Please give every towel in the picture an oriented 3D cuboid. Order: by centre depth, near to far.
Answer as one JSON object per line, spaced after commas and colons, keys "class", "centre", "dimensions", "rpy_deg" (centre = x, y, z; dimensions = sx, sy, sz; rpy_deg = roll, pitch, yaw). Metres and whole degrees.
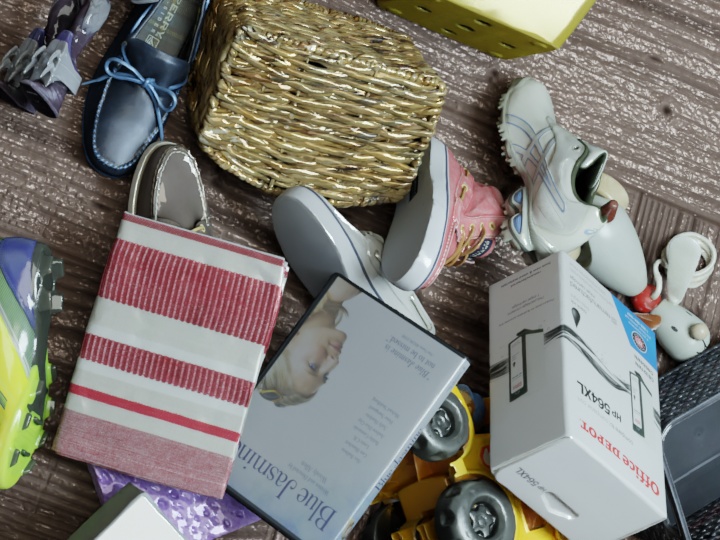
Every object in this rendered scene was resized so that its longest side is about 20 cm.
{"class": "towel", "centre": [-0.150, 0.068, 1.620], "dimensions": [0.144, 0.023, 0.201], "rpy_deg": [16, 88, 1]}

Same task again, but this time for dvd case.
{"class": "dvd case", "centre": [-0.024, 0.116, 1.632], "dimensions": [0.142, 0.018, 0.200], "rpy_deg": [33, 82, 26]}

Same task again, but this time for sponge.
{"class": "sponge", "centre": [-0.122, 0.162, 1.676], "dimensions": [0.199, 0.030, 0.112], "rpy_deg": [-20, 87, -22]}

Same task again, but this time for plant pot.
{"class": "plant pot", "centre": [0.120, -0.292, 1.773], "dimensions": [0.199, 0.200, 0.177], "rpy_deg": [20, 85, -17]}

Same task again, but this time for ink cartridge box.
{"class": "ink cartridge box", "centre": [0.180, 0.109, 1.696], "dimensions": [0.146, 0.084, 0.200], "rpy_deg": [39, 36, -34]}

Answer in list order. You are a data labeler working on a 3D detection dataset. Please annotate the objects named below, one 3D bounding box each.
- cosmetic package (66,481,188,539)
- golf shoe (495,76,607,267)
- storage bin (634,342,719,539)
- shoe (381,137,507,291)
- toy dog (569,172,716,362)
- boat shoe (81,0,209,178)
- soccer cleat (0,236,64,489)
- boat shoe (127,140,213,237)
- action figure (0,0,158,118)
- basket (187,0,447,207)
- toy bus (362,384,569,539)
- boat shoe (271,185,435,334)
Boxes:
{"class": "cosmetic package", "centre": [-0.177, 0.305, 1.562], "dimensions": [0.199, 0.123, 0.200], "rpy_deg": [-43, 96, -10]}
{"class": "golf shoe", "centre": [0.175, -0.095, 1.777], "dimensions": [0.078, 0.097, 0.201], "rpy_deg": [38, 39, -43]}
{"class": "storage bin", "centre": [0.326, 0.152, 1.805], "dimensions": [0.200, 0.094, 0.136], "rpy_deg": [-26, 108, -23]}
{"class": "shoe", "centre": [0.076, -0.033, 1.724], "dimensions": [0.091, 0.071, 0.200], "rpy_deg": [34, 30, -17]}
{"class": "toy dog", "centre": [0.249, -0.007, 1.816], "dimensions": [0.199, 0.096, 0.132], "rpy_deg": [25, 73, -16]}
{"class": "boat shoe", "centre": [-0.179, -0.176, 1.689], "dimensions": [0.084, 0.069, 0.201], "rpy_deg": [19, 77, -19]}
{"class": "soccer cleat", "centre": [-0.286, 0.072, 1.620], "dimensions": [0.083, 0.065, 0.201], "rpy_deg": [4, 82, 9]}
{"class": "boat shoe", "centre": [-0.148, -0.007, 1.663], "dimensions": [0.072, 0.059, 0.201], "rpy_deg": [2, 88, -32]}
{"class": "action figure", "centre": [-0.224, -0.220, 1.660], "dimensions": [0.069, 0.130, 0.200], "rpy_deg": [47, 65, -48]}
{"class": "basket", "centre": [-0.047, -0.144, 1.741], "dimensions": [0.199, 0.149, 0.143], "rpy_deg": [14, 110, -19]}
{"class": "toy bus", "centre": [0.095, 0.164, 1.717], "dimensions": [0.192, 0.136, 0.201], "rpy_deg": [-18, 85, -36]}
{"class": "boat shoe", "centre": [0.000, 0.000, 1.719], "dimensions": [0.200, 0.072, 0.066], "rpy_deg": [53, 54, -20]}
